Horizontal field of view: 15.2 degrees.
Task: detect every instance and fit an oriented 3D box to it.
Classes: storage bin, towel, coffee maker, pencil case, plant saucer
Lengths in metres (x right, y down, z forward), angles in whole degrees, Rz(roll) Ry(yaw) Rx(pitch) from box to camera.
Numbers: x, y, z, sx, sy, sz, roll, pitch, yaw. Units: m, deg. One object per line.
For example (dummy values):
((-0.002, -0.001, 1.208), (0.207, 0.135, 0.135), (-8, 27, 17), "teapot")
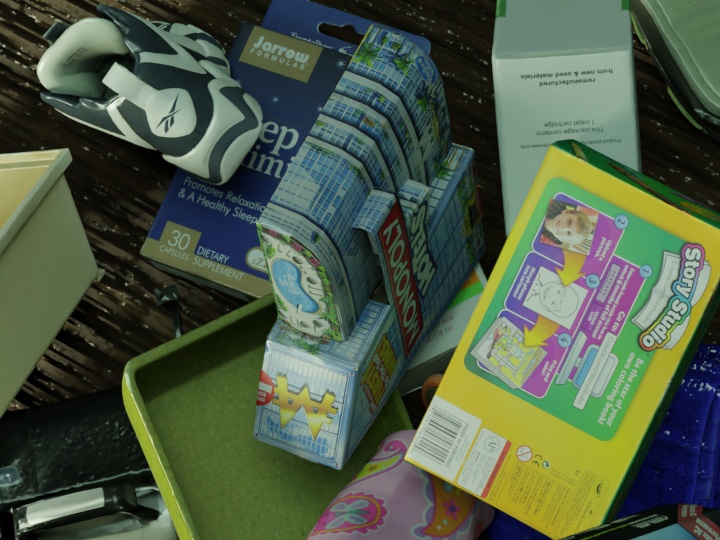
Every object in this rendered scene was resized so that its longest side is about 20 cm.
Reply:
((-0.287, 0.024, 1.642), (0.197, 0.094, 0.200), (-3, 35, 25), "storage bin")
((0.146, 0.134, 1.574), (0.147, 0.050, 0.201), (7, 114, 10), "towel")
((-0.194, 0.131, 1.656), (0.198, 0.135, 0.193), (-10, 45, 3), "coffee maker")
((0.001, 0.182, 1.535), (0.087, 0.088, 0.200), (23, 49, 15), "pencil case")
((-0.049, 0.120, 1.596), (0.048, 0.199, 0.201), (-19, 94, 44), "plant saucer")

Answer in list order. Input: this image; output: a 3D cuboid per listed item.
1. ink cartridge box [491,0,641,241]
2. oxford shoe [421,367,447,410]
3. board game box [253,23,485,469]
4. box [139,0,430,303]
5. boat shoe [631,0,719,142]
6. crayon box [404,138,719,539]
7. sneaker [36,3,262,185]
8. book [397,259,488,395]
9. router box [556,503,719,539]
((0.126, -0.060, 1.607), (0.082, 0.147, 0.201), (-3, 114, 5), "ink cartridge box")
((0.135, 0.096, 1.649), (0.199, 0.072, 0.073), (22, 55, 10), "oxford shoe")
((0.000, 0.000, 1.552), (0.061, 0.200, 0.201), (18, 61, 19), "board game box")
((-0.046, -0.078, 1.708), (0.120, 0.032, 0.201), (19, 77, 21), "box")
((0.202, -0.175, 1.728), (0.071, 0.061, 0.202), (-17, 69, -11), "boat shoe")
((0.121, 0.042, 1.499), (0.118, 0.058, 0.201), (27, 100, 12), "crayon box")
((-0.150, -0.130, 1.686), (0.080, 0.129, 0.199), (-52, 31, 12), "sneaker")
((-0.003, -0.018, 1.712), (0.133, 0.048, 0.201), (-25, 68, 1), "book")
((0.138, 0.237, 1.427), (0.149, 0.062, 0.202), (-14, 93, -36), "router box")
